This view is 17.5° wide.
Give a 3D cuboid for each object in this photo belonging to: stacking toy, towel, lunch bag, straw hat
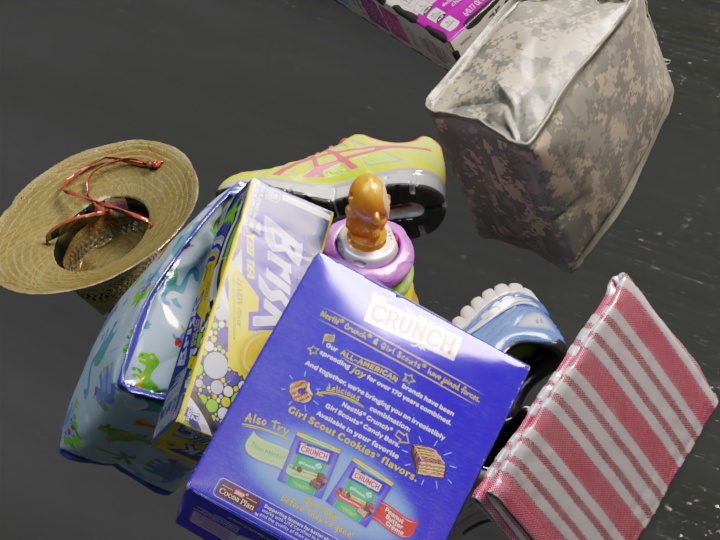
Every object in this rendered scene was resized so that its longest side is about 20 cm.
[{"bbox_3d":[0.000,0.000,1.732,0.110,0.200,0.116,-6,49,-12],"label":"stacking toy"},{"bbox_3d":[0.163,0.119,1.611,0.030,0.146,0.200,10,57,46],"label":"towel"},{"bbox_3d":[0.159,-0.133,1.803,0.117,0.164,0.200,24,66,34],"label":"lunch bag"},{"bbox_3d":[-0.206,-0.015,1.935,0.201,0.085,0.201,-14,36,10],"label":"straw hat"},{"bbox_3d":[-0.132,0.048,1.775,0.170,0.127,0.200,-42,30,56],"label":"lunch bag"}]

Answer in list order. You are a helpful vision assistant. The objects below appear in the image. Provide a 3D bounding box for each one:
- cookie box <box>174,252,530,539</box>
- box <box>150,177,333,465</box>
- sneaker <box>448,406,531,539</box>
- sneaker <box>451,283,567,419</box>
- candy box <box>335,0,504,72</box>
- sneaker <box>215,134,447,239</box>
[{"bbox_3d":[-0.003,0.117,1.574,0.171,0.075,0.200,29,62,1],"label":"cookie box"},{"bbox_3d":[-0.083,0.040,1.663,0.064,0.070,0.200,-39,31,59],"label":"box"},{"bbox_3d":[0.059,0.155,1.676,0.200,0.080,0.074,-27,49,5],"label":"sneaker"},{"bbox_3d":[0.067,0.093,1.722,0.200,0.079,0.089,-38,45,-7],"label":"sneaker"},{"bbox_3d":[0.070,-0.260,2.021,0.136,0.061,0.200,-44,48,-12],"label":"candy box"},{"bbox_3d":[-0.019,-0.068,1.906,0.200,0.078,0.090,-2,44,17],"label":"sneaker"}]
